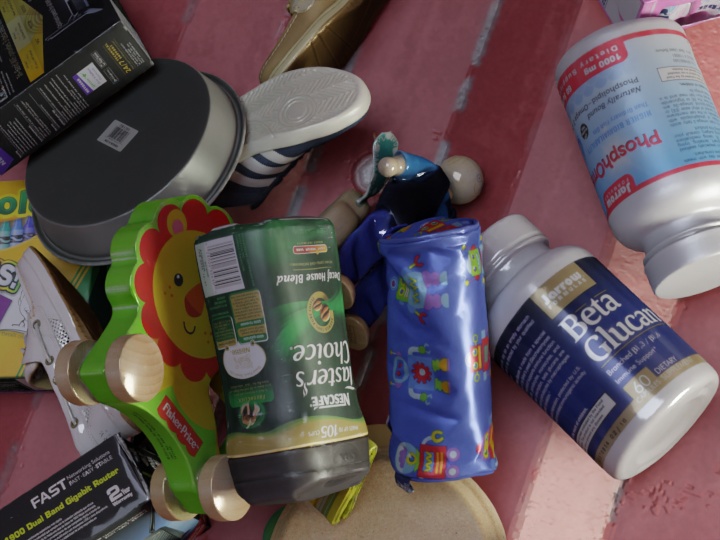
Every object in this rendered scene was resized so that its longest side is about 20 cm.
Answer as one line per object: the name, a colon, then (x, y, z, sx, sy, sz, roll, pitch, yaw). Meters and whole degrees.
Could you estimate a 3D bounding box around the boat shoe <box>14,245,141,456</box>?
boat shoe: (-0.236, 0.063, 1.424, 0.069, 0.071, 0.200, -37, 53, 4)

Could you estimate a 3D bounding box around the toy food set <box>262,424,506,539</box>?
toy food set: (0.016, 0.231, 1.392, 0.200, 0.049, 0.198, 36, 85, 21)

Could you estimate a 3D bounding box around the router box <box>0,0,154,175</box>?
router box: (-0.270, -0.184, 1.540, 0.157, 0.052, 0.200, -35, 34, 2)

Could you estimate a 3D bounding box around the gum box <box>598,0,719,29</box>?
gum box: (0.228, -0.280, 1.463, 0.113, 0.066, 0.200, -19, 67, -15)

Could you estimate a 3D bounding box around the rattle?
rattle: (0.000, 0.000, 1.459, 0.143, 0.130, 0.200, 40, 60, 11)

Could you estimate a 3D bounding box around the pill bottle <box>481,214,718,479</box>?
pill bottle: (0.162, 0.052, 1.374, 0.111, 0.111, 0.200, -45, 68, -2)

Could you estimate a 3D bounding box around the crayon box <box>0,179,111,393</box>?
crayon box: (-0.310, 0.014, 1.538, 0.199, 0.058, 0.173, -2, 73, 13)

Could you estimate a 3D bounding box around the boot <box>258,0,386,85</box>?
boot: (-0.061, -0.250, 1.547, 0.155, 0.073, 0.200, 32, 82, 21)

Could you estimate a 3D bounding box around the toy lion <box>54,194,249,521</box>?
toy lion: (-0.123, 0.054, 1.327, 0.069, 0.200, 0.192, -7, 39, 37)

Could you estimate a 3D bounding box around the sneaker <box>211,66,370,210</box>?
sneaker: (-0.075, -0.098, 1.494, 0.199, 0.085, 0.075, -19, 48, 17)

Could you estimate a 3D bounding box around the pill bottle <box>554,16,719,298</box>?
pill bottle: (0.230, -0.085, 1.401, 0.108, 0.109, 0.200, -21, 69, 8)

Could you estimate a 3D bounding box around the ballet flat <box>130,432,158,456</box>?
ballet flat: (-0.151, 0.072, 1.416, 0.057, 0.200, 0.066, -16, 40, -24)

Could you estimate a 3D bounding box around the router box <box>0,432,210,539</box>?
router box: (-0.229, 0.215, 1.407, 0.200, 0.150, 0.062, -34, 69, 3)

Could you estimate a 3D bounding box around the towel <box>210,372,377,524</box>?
towel: (-0.064, 0.097, 1.397, 0.200, 0.018, 0.086, 46, 131, 26)

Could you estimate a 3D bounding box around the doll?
doll: (0.034, -0.024, 1.427, 0.048, 0.137, 0.200, 9, 43, 35)

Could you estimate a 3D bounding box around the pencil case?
pencil case: (0.055, 0.060, 1.351, 0.087, 0.078, 0.201, 2, 100, 32)

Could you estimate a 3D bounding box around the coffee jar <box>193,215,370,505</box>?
coffee jar: (-0.054, 0.065, 1.302, 0.085, 0.104, 0.201, -11, 86, 34)

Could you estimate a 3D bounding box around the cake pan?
cake pan: (-0.188, -0.095, 1.471, 0.200, 0.037, 0.201, -16, 48, 19)
